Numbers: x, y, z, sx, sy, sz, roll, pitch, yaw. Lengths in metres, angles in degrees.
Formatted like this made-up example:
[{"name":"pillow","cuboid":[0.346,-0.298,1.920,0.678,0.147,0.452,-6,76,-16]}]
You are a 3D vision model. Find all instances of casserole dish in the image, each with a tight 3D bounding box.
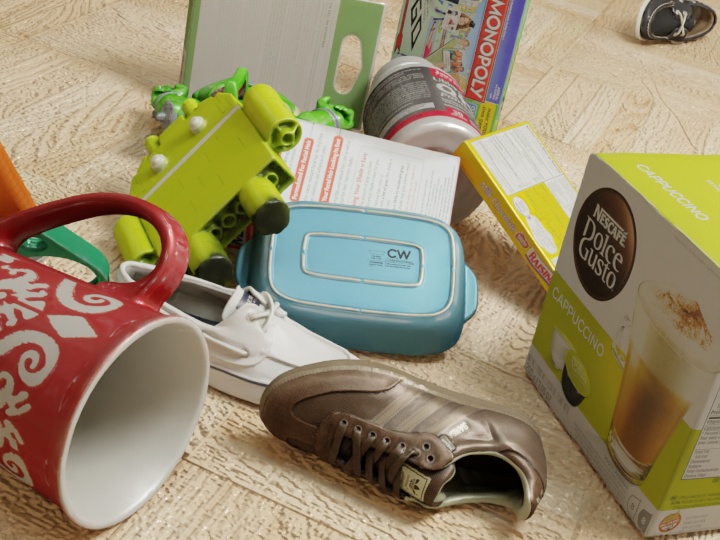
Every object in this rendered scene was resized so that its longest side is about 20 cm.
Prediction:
[{"name":"casserole dish","cuboid":[0.000,0.000,0.944,0.197,0.039,0.123,7,61,-6]}]

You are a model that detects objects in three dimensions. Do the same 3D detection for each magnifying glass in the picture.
[{"name":"magnifying glass","cuboid":[-0.224,-0.025,0.813,0.078,0.201,0.023,-2,59,3]}]

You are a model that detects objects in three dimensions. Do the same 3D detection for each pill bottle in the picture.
[{"name":"pill bottle","cuboid":[0.059,-0.136,1.183,0.109,0.112,0.201,7,30,-12]}]

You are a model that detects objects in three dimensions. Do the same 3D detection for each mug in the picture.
[{"name":"mug","cuboid":[-0.200,0.041,0.751,0.198,0.134,0.178,22,54,24]}]

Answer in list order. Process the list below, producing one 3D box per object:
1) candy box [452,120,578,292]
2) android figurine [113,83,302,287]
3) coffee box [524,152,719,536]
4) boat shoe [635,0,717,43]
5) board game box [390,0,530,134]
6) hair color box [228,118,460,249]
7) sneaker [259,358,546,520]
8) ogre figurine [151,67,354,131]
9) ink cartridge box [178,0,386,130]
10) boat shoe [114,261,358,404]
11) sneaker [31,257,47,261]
[{"name":"candy box","cuboid":[0.170,-0.039,1.061,0.102,0.026,0.201,-19,72,-47]},{"name":"android figurine","cuboid":[-0.125,-0.073,0.967,0.041,0.182,0.201,41,10,-42]},{"name":"coffee box","cuboid":[0.267,0.044,0.874,0.197,0.200,0.200,-1,32,-23]},{"name":"boat shoe","cuboid":[0.478,-0.378,1.813,0.060,0.075,0.199,26,23,31]},{"name":"board game box","cuboid":[0.105,-0.249,1.302,0.133,0.202,0.029,21,32,14]},{"name":"hair color box","cuboid":[-0.021,-0.061,1.034,0.197,0.064,0.112,14,57,-2]},{"name":"sneaker","cuboid":[0.030,0.114,0.789,0.197,0.071,0.076,10,31,-6]},{"name":"ogre figurine","cuboid":[-0.115,-0.146,1.147,0.198,0.099,0.120,27,19,1]},{"name":"ink cartridge box","cuboid":[-0.084,-0.233,1.253,0.197,0.147,0.048,6,29,-14]},{"name":"boat shoe","cuboid":[-0.088,0.045,0.861,0.197,0.066,0.074,14,29,0]},{"name":"sneaker","cuboid":[-0.324,-0.056,0.925,0.197,0.078,0.078,19,28,7]}]
